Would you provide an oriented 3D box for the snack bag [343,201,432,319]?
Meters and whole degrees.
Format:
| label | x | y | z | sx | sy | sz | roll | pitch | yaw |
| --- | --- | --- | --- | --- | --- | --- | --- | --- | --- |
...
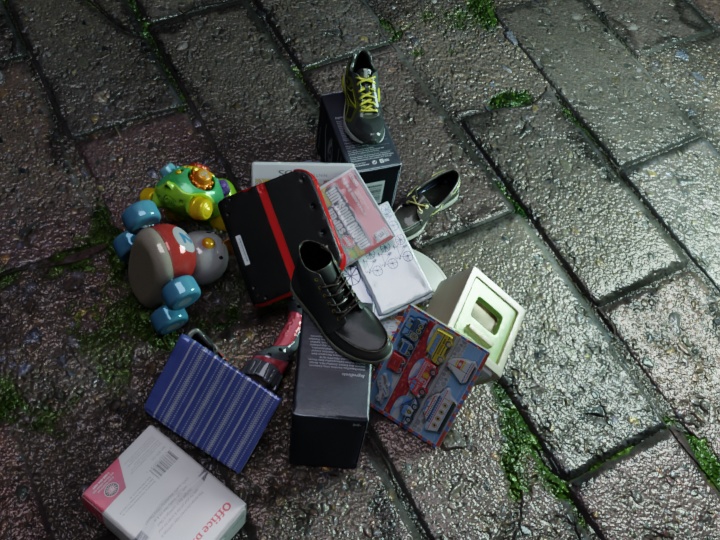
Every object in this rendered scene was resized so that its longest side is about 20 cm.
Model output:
| label | x | y | z | sx | sy | sz | roll | pitch | yaw |
| --- | --- | --- | --- | --- | --- | --- | --- | --- | --- |
| snack bag | 0.000 | 0.000 | 1.557 | 0.198 | 0.021 | 0.190 | -23 | 79 | -9 |

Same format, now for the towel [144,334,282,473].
| label | x | y | z | sx | sy | sz | roll | pitch | yaw |
| --- | --- | --- | --- | --- | --- | --- | --- | --- | --- |
| towel | -0.237 | 0.210 | 1.425 | 0.199 | 0.024 | 0.146 | 31 | 99 | 12 |

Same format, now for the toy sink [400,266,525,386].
| label | x | y | z | sx | sy | sz | roll | pitch | yaw |
| --- | --- | --- | --- | --- | --- | --- | --- | --- | --- |
| toy sink | 0.173 | 0.118 | 1.502 | 0.130 | 0.112 | 0.201 | 39 | 58 | -15 |

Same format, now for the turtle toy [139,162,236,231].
| label | x | y | z | sx | sy | sz | roll | pitch | yaw |
| --- | --- | --- | --- | --- | --- | --- | --- | --- | --- |
| turtle toy | -0.288 | -0.133 | 1.605 | 0.144 | 0.200 | 0.102 | 12 | 83 | 24 |

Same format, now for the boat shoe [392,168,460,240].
| label | x | y | z | sx | sy | sz | roll | pitch | yaw |
| --- | --- | --- | --- | --- | --- | --- | --- | --- | --- |
| boat shoe | 0.116 | -0.127 | 1.715 | 0.072 | 0.061 | 0.201 | 40 | 61 | 18 |

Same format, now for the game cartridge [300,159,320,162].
| label | x | y | z | sx | sy | sz | roll | pitch | yaw |
| --- | --- | --- | --- | --- | --- | --- | --- | --- | --- |
| game cartridge | -0.108 | -0.116 | 1.694 | 0.132 | 0.041 | 0.201 | -11 | 59 | -19 |

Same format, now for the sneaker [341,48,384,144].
| label | x | y | z | sx | sy | sz | roll | pitch | yaw |
| --- | --- | --- | --- | --- | --- | --- | --- | --- | --- |
| sneaker | 0.001 | -0.318 | 1.634 | 0.074 | 0.085 | 0.201 | -6 | 57 | -11 |

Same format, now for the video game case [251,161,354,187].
| label | x | y | z | sx | sy | sz | roll | pitch | yaw |
| --- | --- | --- | --- | --- | --- | --- | --- | --- | --- |
| video game case | -0.102 | -0.090 | 1.596 | 0.180 | 0.202 | 0.023 | 1 | 15 | -2 |

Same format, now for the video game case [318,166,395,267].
| label | x | y | z | sx | sy | sz | roll | pitch | yaw |
| --- | --- | --- | --- | --- | --- | --- | --- | --- | --- |
| video game case | -0.059 | -0.068 | 1.546 | 0.199 | 0.017 | 0.144 | -32 | 81 | -1 |

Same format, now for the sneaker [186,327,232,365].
| label | x | y | z | sx | sy | sz | roll | pitch | yaw |
| --- | --- | --- | --- | --- | --- | --- | --- | --- | --- |
| sneaker | -0.234 | 0.176 | 1.458 | 0.077 | 0.082 | 0.200 | -33 | 66 | -25 |

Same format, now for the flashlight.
| label | x | y | z | sx | sy | sz | roll | pitch | yaw |
| --- | --- | --- | --- | --- | --- | --- | --- | --- | --- |
| flashlight | -0.131 | 0.112 | 1.524 | 0.067 | 0.068 | 0.201 | 21 | 58 | 8 |

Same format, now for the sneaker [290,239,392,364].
| label | x | y | z | sx | sy | sz | roll | pitch | yaw |
| --- | --- | --- | --- | --- | --- | --- | --- | --- | --- |
| sneaker | -0.031 | 0.049 | 1.316 | 0.200 | 0.107 | 0.075 | 40 | 62 | 19 |

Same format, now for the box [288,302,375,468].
| label | x | y | z | sx | sy | sz | roll | pitch | yaw |
| --- | --- | --- | --- | --- | --- | --- | --- | --- | --- |
| box | -0.046 | 0.179 | 1.412 | 0.116 | 0.197 | 0.202 | 5 | 57 | -3 |

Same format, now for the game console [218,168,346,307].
| label | x | y | z | sx | sy | sz | roll | pitch | yaw |
| --- | --- | --- | --- | --- | --- | --- | --- | --- | --- |
| game console | -0.132 | -0.059 | 1.529 | 0.175 | 0.031 | 0.202 | -22 | 80 | 3 |

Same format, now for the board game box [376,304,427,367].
| label | x | y | z | sx | sy | sz | roll | pitch | yaw |
| --- | --- | --- | --- | --- | --- | --- | --- | --- | --- |
| board game box | 0.044 | 0.099 | 1.574 | 0.199 | 0.034 | 0.135 | 31 | 59 | 13 |

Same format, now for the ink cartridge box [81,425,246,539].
| label | x | y | z | sx | sy | sz | roll | pitch | yaw |
| --- | --- | --- | --- | --- | --- | --- | --- | --- | --- |
| ink cartridge box | -0.288 | 0.355 | 1.335 | 0.199 | 0.083 | 0.147 | 35 | 59 | 16 |

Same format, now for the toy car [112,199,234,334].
| label | x | y | z | sx | sy | sz | roll | pitch | yaw |
| --- | --- | --- | --- | --- | --- | --- | --- | --- | --- |
| toy car | -0.290 | -0.025 | 1.543 | 0.199 | 0.177 | 0.185 | -21 | 72 | -34 |

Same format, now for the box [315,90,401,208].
| label | x | y | z | sx | sy | sz | roll | pitch | yaw |
| --- | --- | --- | --- | --- | --- | --- | --- | --- | --- |
| box | -0.007 | -0.222 | 1.709 | 0.103 | 0.148 | 0.201 | -11 | 59 | -14 |

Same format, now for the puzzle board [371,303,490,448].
| label | x | y | z | sx | sy | sz | roll | pitch | yaw |
| --- | --- | --- | --- | --- | --- | --- | --- | --- | --- |
| puzzle board | 0.102 | 0.173 | 1.448 | 0.150 | 0.201 | 0.017 | 31 | 26 | 13 |

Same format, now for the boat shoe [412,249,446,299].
| label | x | y | z | sx | sy | sz | roll | pitch | yaw |
| --- | --- | --- | --- | --- | --- | --- | --- | --- | --- |
| boat shoe | 0.068 | -0.002 | 1.625 | 0.199 | 0.062 | 0.075 | 30 | 48 | 6 |
